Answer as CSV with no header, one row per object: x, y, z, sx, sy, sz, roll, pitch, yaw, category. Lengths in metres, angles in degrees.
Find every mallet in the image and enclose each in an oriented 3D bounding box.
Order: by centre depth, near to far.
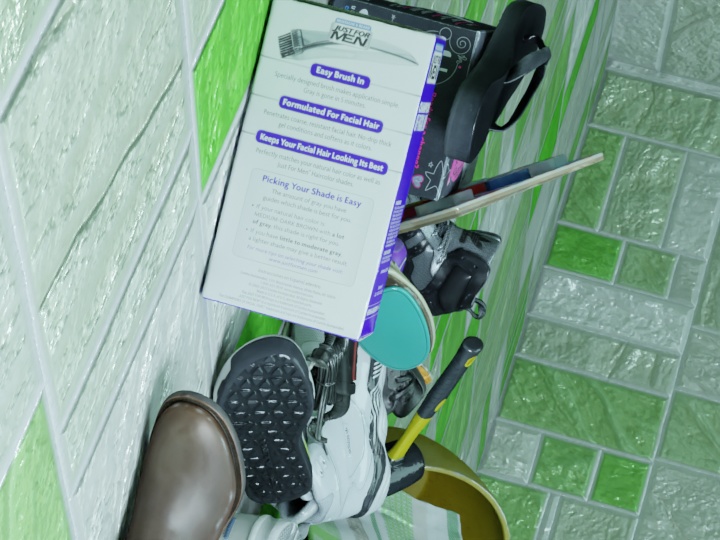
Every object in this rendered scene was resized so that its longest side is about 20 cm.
0.056,0.115,1.763,0.066,0.041,0.200,-14,150,-45,mallet

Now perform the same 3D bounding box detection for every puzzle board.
0.074,-0.055,1.726,0.150,0.200,0.017,-22,95,-33,puzzle board

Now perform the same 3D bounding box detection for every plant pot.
0.027,0.225,2.055,0.142,0.199,0.201,-108,-156,-58,plant pot

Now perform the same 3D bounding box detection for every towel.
0.020,0.221,1.819,0.031,0.200,0.150,-43,-143,22,towel

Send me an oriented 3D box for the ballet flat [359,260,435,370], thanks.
0.000,0.000,1.665,0.200,0.069,0.070,52,49,-47,ballet flat

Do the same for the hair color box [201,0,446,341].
-0.023,-0.067,1.418,0.065,0.109,0.201,-25,130,-79,hair color box

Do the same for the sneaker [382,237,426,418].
0.015,0.066,1.799,0.201,0.099,0.070,-66,173,29,sneaker

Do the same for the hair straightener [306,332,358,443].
-0.027,0.051,1.594,0.077,0.041,0.201,-48,155,-48,hair straightener

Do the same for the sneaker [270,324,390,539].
-0.035,0.108,1.714,0.115,0.075,0.201,-24,110,-55,sneaker

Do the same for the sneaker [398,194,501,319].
0.063,-0.042,1.916,0.076,0.113,0.201,-65,154,-54,sneaker

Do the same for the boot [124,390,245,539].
-0.138,0.194,1.315,0.200,0.064,0.187,-54,156,-55,boot

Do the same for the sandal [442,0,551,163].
0.105,-0.129,1.581,0.200,0.043,0.076,-60,162,-54,sandal

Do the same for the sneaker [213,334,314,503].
-0.073,0.091,1.584,0.200,0.071,0.083,93,-11,-55,sneaker

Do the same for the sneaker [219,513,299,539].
-0.089,0.232,1.582,0.201,0.082,0.075,96,17,-45,sneaker

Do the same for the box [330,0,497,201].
0.036,-0.131,1.661,0.200,0.114,0.133,-27,131,-78,box

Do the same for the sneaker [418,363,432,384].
0.009,0.086,2.006,0.077,0.078,0.200,-39,155,0,sneaker
